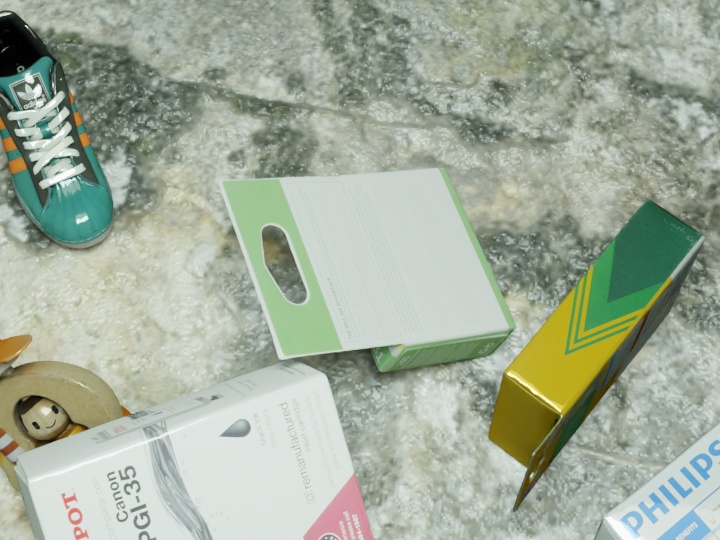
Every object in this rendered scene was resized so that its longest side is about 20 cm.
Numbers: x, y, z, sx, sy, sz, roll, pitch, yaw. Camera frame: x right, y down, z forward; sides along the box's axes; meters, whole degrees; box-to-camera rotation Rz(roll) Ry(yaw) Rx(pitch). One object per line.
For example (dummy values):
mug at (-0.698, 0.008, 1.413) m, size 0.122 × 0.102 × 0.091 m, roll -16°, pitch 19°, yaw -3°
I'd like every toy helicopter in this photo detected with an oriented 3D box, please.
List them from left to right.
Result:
toy helicopter at (-0.257, 0.097, 0.936) m, size 0.198 × 0.133 × 0.079 m, roll -3°, pitch 33°, yaw 17°

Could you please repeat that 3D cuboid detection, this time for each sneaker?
sneaker at (-0.249, -0.111, 1.052) m, size 0.071 × 0.080 × 0.201 m, roll -24°, pitch 67°, yaw -12°

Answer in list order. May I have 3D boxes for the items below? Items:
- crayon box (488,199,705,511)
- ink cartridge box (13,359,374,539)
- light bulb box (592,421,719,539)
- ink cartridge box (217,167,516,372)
crayon box at (0.152, 0.060, 0.949) m, size 0.051 × 0.126 × 0.200 m, roll 35°, pitch 69°, yaw 16°
ink cartridge box at (-0.104, 0.161, 0.877) m, size 0.199 × 0.083 × 0.148 m, roll -19°, pitch 99°, yaw -18°
light bulb box at (0.283, 0.196, 0.885) m, size 0.198 × 0.125 × 0.200 m, roll -35°, pitch 68°, yaw -15°
ink cartridge box at (0.000, 0.000, 0.978) m, size 0.199 × 0.048 × 0.146 m, roll -7°, pitch 62°, yaw -31°
